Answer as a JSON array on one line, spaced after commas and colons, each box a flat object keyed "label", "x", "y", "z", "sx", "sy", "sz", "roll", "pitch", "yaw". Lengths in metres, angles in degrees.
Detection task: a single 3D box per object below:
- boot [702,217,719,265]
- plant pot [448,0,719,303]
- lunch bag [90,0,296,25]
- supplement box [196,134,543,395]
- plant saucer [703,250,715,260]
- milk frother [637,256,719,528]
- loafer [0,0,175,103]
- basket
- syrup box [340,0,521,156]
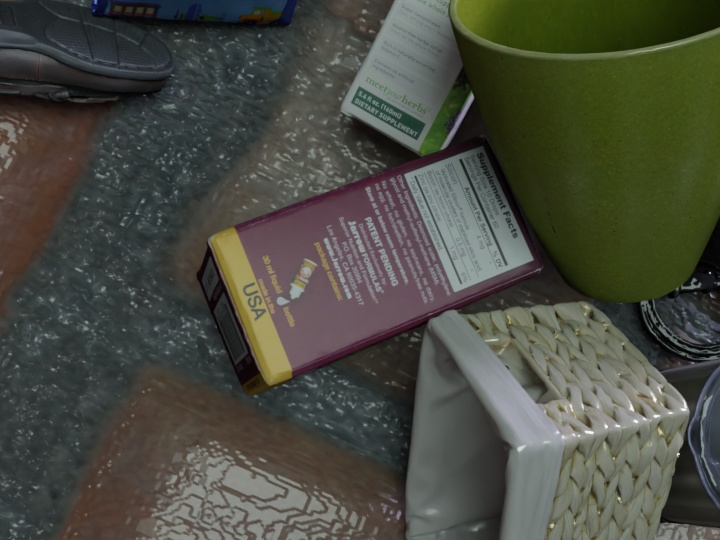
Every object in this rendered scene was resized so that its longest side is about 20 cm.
[{"label": "boot", "x": 0.266, "y": -0.099, "z": 0.651, "sx": 0.069, "sy": 0.132, "sz": 0.201, "roll": -11, "pitch": 90, "yaw": -8}, {"label": "plant pot", "x": 0.161, "y": -0.085, "z": 0.631, "sx": 0.187, "sy": 0.187, "sz": 0.201, "roll": -25, "pitch": 127, "yaw": -15}, {"label": "lunch bag", "x": -0.127, "y": -0.291, "z": 0.740, "sx": 0.150, "sy": 0.094, "sz": 0.201, "roll": -3, "pitch": 69, "yaw": -25}, {"label": "supplement box", "x": 0.000, "y": 0.000, "z": 0.688, "sx": 0.199, "sy": 0.131, "sz": 0.104, "roll": -21, "pitch": 85, "yaw": -16}, {"label": "plant saucer", "x": 0.293, "y": -0.097, "z": 0.741, "sx": 0.200, "sy": 0.039, "sz": 0.202, "roll": 0, "pitch": 89, "yaw": -8}, {"label": "milk frother", "x": 0.250, "y": 0.072, "z": 0.699, "sx": 0.180, "sy": 0.188, "sz": 0.201, "roll": -11, "pitch": 82, "yaw": -15}, {"label": "loafer", "x": -0.233, "y": -0.150, "z": 0.704, "sx": 0.199, "sy": 0.063, "sz": 0.072, "roll": 6, "pitch": 45, "yaw": -28}, {"label": "basket", "x": 0.112, "y": 0.132, "z": 0.643, "sx": 0.123, "sy": 0.136, "sz": 0.201, "roll": -10, "pitch": 125, "yaw": -18}, {"label": "syrup box", "x": 0.070, "y": -0.187, "z": 0.711, "sx": 0.079, "sy": 0.081, "sz": 0.201, "roll": 30, "pitch": 110, "yaw": 4}]
